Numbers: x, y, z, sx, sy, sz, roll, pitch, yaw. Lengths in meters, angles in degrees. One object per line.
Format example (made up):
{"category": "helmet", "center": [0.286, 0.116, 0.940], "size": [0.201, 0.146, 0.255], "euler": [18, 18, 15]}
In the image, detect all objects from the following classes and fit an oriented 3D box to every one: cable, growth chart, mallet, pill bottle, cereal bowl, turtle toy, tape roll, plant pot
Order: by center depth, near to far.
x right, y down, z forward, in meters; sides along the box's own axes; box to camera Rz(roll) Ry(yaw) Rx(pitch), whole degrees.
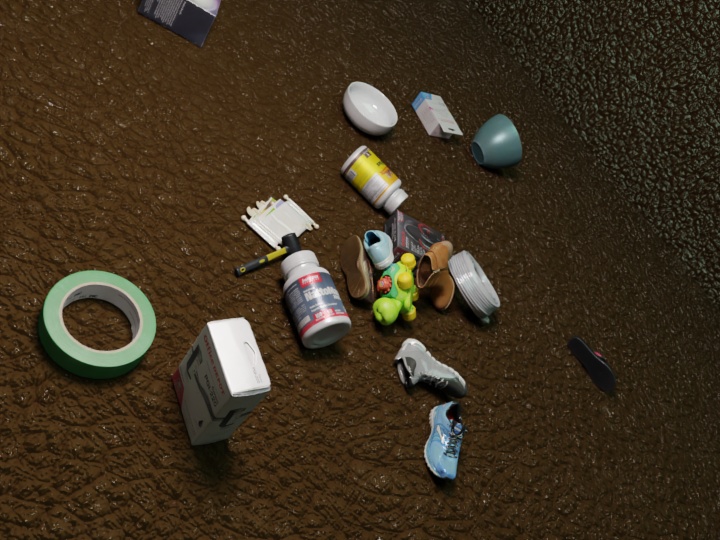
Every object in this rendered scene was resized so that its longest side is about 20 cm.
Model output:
{"category": "tape roll", "center": [-0.476, 0.097, 1.204], "size": [0.198, 0.048, 0.203], "euler": [24, 42, -24]}
{"category": "pill bottle", "center": [-0.110, 0.062, 1.504], "size": [0.118, 0.120, 0.202], "euler": [-2, 56, -42]}
{"category": "mallet", "center": [-0.218, -0.040, 1.554], "size": [0.198, 0.041, 0.067], "euler": [-18, 97, -45]}
{"category": "growth chart", "center": [-0.203, -0.127, 1.674], "size": [0.145, 0.018, 0.200], "euler": [46, 38, 3]}
{"category": "turtle toy", "center": [0.089, 0.058, 1.685], "size": [0.099, 0.148, 0.202], "euler": [0, 39, 13]}
{"category": "cable", "center": [0.325, 0.038, 1.901], "size": [0.199, 0.069, 0.202], "euler": [35, 29, -52]}
{"category": "pill bottle", "center": [0.044, -0.261, 1.940], "size": [0.200, 0.109, 0.109], "euler": [45, 38, 1]}
{"category": "cereal bowl", "center": [0.021, -0.520, 2.176], "size": [0.198, 0.083, 0.203], "euler": [24, 42, -24]}
{"category": "plant pot", "center": [0.498, -0.468, 2.494], "size": [0.133, 0.201, 0.202], "euler": [-25, 68, -10]}

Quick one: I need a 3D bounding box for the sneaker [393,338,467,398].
{"category": "sneaker", "center": [0.160, 0.266, 1.606], "size": [0.199, 0.076, 0.115], "euler": [38, 42, 9]}

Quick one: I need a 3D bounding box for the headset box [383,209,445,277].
{"category": "headset box", "center": [0.148, -0.069, 1.885], "size": [0.198, 0.075, 0.150], "euler": [26, 43, -22]}

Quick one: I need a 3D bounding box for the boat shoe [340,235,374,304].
{"category": "boat shoe", "center": [0.000, 0.000, 1.708], "size": [0.072, 0.072, 0.202], "euler": [36, 29, -43]}

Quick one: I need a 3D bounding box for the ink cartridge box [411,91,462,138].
{"category": "ink cartridge box", "center": [0.286, -0.562, 2.461], "size": [0.114, 0.068, 0.202], "euler": [0, 55, -41]}

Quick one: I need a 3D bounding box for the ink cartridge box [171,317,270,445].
{"category": "ink cartridge box", "center": [-0.253, 0.201, 1.185], "size": [0.084, 0.200, 0.147], "euler": [-2, 56, -41]}

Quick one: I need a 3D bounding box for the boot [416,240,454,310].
{"category": "boot", "center": [0.194, 0.027, 1.762], "size": [0.072, 0.204, 0.154], "euler": [7, 18, 26]}

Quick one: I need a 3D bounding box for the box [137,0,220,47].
{"category": "box", "center": [-0.513, -0.792, 1.919], "size": [0.196, 0.123, 0.203], "euler": [24, 42, -25]}

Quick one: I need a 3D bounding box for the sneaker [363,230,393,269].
{"category": "sneaker", "center": [0.042, -0.080, 1.748], "size": [0.083, 0.073, 0.200], "euler": [62, 2, -24]}

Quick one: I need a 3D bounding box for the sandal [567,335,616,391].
{"category": "sandal", "center": [0.740, 0.288, 2.090], "size": [0.045, 0.075, 0.201], "euler": [-18, 66, -47]}

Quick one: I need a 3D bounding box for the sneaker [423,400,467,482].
{"category": "sneaker", "center": [0.199, 0.382, 1.510], "size": [0.077, 0.090, 0.202], "euler": [26, 42, -20]}
